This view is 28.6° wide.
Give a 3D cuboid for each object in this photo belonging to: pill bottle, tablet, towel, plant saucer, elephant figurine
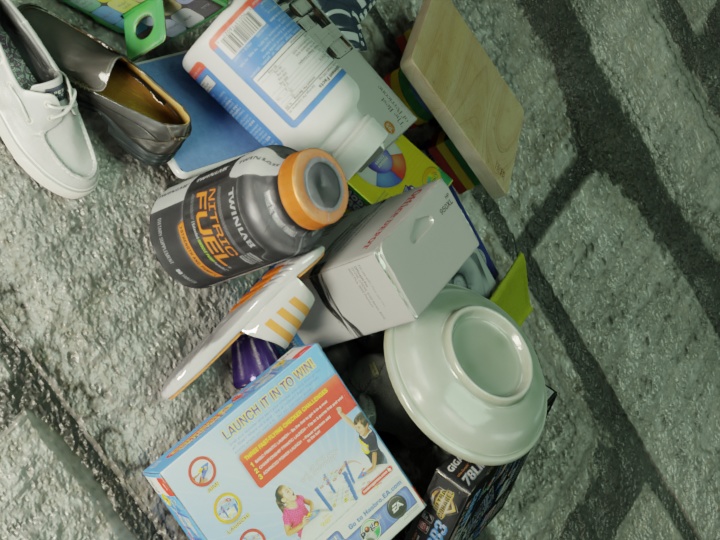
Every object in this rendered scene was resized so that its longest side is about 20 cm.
[{"bbox_3d":[-0.102,-0.055,1.333,0.106,0.199,0.108,17,64,-41],"label":"pill bottle"},{"bbox_3d":[-0.071,-0.176,1.407,0.200,0.112,0.112,44,48,-7],"label":"pill bottle"},{"bbox_3d":[-0.140,-0.170,1.438,0.199,0.014,0.131,-23,79,-42],"label":"tablet"},{"bbox_3d":[0.163,0.066,1.662,0.200,0.018,0.087,-52,142,-48],"label":"towel"},{"bbox_3d":[0.118,0.093,1.409,0.198,0.050,0.202,20,50,-26],"label":"plant saucer"},{"bbox_3d":[0.058,0.146,1.503,0.155,0.141,0.201,-41,127,-16],"label":"elephant figurine"}]

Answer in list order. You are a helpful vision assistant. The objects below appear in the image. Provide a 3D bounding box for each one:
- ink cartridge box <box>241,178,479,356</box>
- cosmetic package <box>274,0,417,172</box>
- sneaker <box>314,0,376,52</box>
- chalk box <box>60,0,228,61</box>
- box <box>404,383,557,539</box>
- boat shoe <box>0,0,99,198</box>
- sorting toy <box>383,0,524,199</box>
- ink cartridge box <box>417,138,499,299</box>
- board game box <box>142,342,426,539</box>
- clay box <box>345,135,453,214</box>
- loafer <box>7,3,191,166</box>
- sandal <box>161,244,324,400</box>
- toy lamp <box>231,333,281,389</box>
[{"bbox_3d":[0.000,0.000,1.423,0.085,0.199,0.145,57,45,-15],"label":"ink cartridge box"},{"bbox_3d":[-0.035,-0.207,1.497,0.200,0.051,0.083,48,44,-3],"label":"cosmetic package"},{"bbox_3d":[-0.007,-0.297,1.607,0.199,0.070,0.109,-28,93,-40],"label":"sneaker"},{"bbox_3d":[-0.206,-0.303,1.361,0.123,0.124,0.202,23,60,-40],"label":"chalk box"},{"bbox_3d":[0.116,0.232,1.488,0.049,0.201,0.198,34,42,18],"label":"box"},{"bbox_3d":[-0.289,-0.158,1.266,0.072,0.068,0.202,-39,106,-45],"label":"boat shoe"},{"bbox_3d":[0.104,-0.202,1.669,0.199,0.069,0.201,52,31,-22],"label":"sorting toy"},{"bbox_3d":[0.087,-0.032,1.644,0.200,0.040,0.201,-44,109,-45],"label":"ink cartridge box"},{"bbox_3d":[-0.069,0.207,1.332,0.199,0.056,0.197,-38,101,-25],"label":"board game box"},{"bbox_3d":[0.015,-0.105,1.541,0.199,0.048,0.115,40,49,-3],"label":"clay box"},{"bbox_3d":[-0.238,-0.184,1.311,0.199,0.072,0.073,36,57,-16],"label":"loafer"},{"bbox_3d":[-0.100,0.060,1.340,0.207,0.079,0.059,-45,100,-4],"label":"sandal"},{"bbox_3d":[-0.083,0.159,1.394,0.058,0.058,0.202,-18,93,-48],"label":"toy lamp"}]
